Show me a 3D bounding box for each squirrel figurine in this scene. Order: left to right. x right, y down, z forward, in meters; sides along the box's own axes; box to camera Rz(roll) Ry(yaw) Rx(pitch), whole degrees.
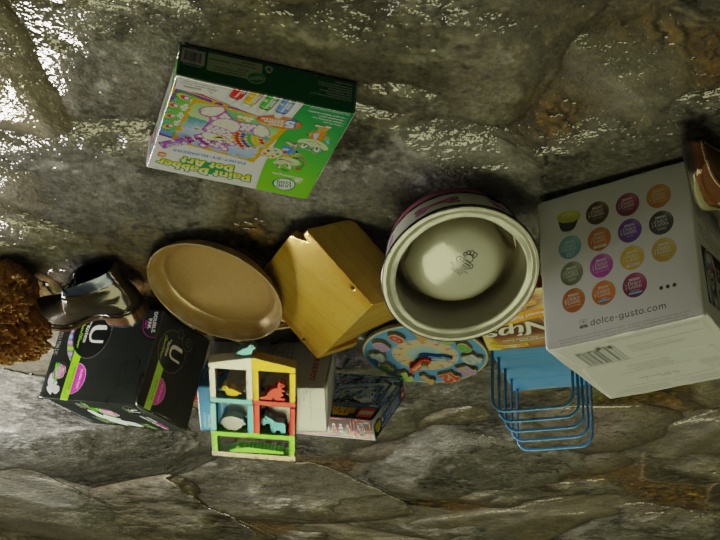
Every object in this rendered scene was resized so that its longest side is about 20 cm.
[{"bbox_3d":[-0.531,0.088,1.779,0.197,0.190,0.142,-9,151,23],"label":"squirrel figurine"}]

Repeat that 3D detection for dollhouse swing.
[{"bbox_3d":[0.000,0.000,1.728,0.182,0.175,0.200,48,148,3],"label":"dollhouse swing"}]

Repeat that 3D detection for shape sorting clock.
[{"bbox_3d":[0.101,0.132,1.977,0.196,0.040,0.201,2,154,1],"label":"shape sorting clock"}]

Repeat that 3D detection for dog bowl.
[{"bbox_3d":[0.118,-0.013,1.568,0.196,0.074,0.203,-3,125,-5],"label":"dog bowl"}]

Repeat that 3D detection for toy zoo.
[{"bbox_3d":[-0.157,0.191,1.865,0.129,0.021,0.203,4,120,3],"label":"toy zoo"}]

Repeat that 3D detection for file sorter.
[{"bbox_3d":[0.287,0.192,1.987,0.136,0.125,0.200,-7,152,17],"label":"file sorter"}]

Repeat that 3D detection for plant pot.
[{"bbox_3d":[-0.197,0.023,1.744,0.197,0.028,0.202,14,142,11],"label":"plant pot"}]

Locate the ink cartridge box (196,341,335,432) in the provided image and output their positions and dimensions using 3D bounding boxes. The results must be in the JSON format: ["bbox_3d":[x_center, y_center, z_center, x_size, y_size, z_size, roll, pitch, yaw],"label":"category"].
[{"bbox_3d":[-0.141,0.177,1.955,0.196,0.147,0.087,2,114,5],"label":"ink cartridge box"}]

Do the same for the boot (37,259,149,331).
[{"bbox_3d":[-0.404,0.029,1.810,0.197,0.075,0.098,-4,133,20],"label":"boot"}]

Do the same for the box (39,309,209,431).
[{"bbox_3d":[-0.349,0.145,1.886,0.197,0.151,0.124,1,157,32],"label":"box"}]

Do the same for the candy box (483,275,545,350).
[{"bbox_3d":[0.217,0.047,1.777,0.113,0.056,0.200,-5,152,14],"label":"candy box"}]

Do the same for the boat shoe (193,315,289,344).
[{"bbox_3d":[-0.171,0.071,1.844,0.198,0.070,0.073,-18,148,35],"label":"boat shoe"}]

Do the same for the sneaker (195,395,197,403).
[{"bbox_3d":[-0.295,0.165,2.062,0.084,0.078,0.200,-16,157,12],"label":"sneaker"}]

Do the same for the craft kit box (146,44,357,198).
[{"bbox_3d":[-0.125,-0.160,1.410,0.197,0.049,0.198,10,155,-14],"label":"craft kit box"}]

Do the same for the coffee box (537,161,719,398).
[{"bbox_3d":[0.347,0.018,1.544,0.197,0.201,0.199,-15,151,30],"label":"coffee box"}]

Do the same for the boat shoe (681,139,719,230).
[{"bbox_3d":[0.423,-0.103,1.449,0.073,0.077,0.199,-18,156,26],"label":"boat shoe"}]

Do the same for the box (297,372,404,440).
[{"bbox_3d":[-0.044,0.212,2.020,0.197,0.137,0.041,2,115,24],"label":"box"}]
